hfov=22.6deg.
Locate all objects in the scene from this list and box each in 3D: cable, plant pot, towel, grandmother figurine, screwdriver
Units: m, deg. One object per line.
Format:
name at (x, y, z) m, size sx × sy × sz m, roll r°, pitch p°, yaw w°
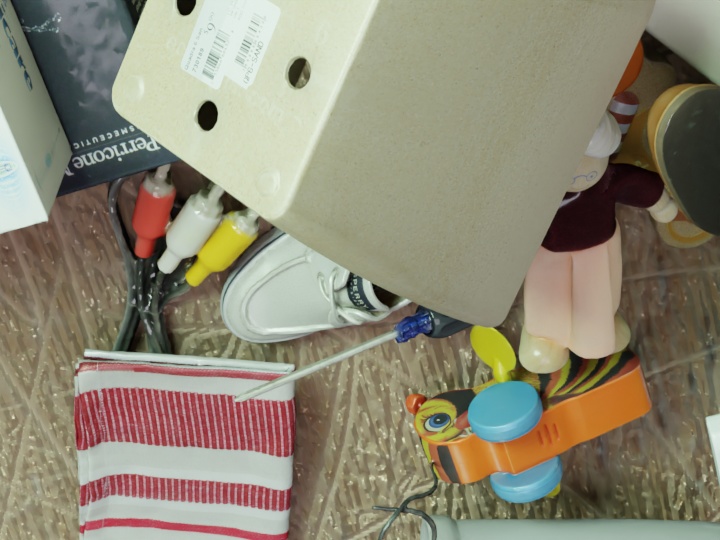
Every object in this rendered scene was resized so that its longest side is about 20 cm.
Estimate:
cable at (-0.133, 0.012, 1.123) m, size 0.096 × 0.050 × 0.201 m, roll 24°, pitch 116°, yaw -5°
plant pot at (-0.005, -0.106, 0.922) m, size 0.199 × 0.176 × 0.201 m, roll 35°, pitch 108°, yaw 33°
towel at (-0.116, 0.138, 1.187) m, size 0.142 × 0.023 × 0.202 m, roll 3°, pitch 127°, yaw -2°
grandmother figurine at (0.125, -0.024, 1.031) m, size 0.120 × 0.061 × 0.201 m, roll -23°, pitch 141°, yaw -9°
screwdriver at (0.010, 0.046, 1.090) m, size 0.199 × 0.029 × 0.028 m, roll -25°, pitch 142°, yaw -33°

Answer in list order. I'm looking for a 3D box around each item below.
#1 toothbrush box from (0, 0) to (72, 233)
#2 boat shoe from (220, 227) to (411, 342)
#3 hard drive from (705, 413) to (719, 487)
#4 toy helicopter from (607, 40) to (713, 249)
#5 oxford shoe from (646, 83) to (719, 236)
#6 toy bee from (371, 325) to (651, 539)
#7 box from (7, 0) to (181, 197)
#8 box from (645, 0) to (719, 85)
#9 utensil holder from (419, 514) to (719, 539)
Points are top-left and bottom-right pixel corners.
toothbrush box at (-0.268, -0.080, 0.927) m, size 0.198 × 0.086 × 0.148 m, roll -14°, pitch 117°, yaw 8°
boat shoe at (0.000, 0.000, 1.103) m, size 0.198 × 0.070 × 0.071 m, roll -21°, pitch 115°, yaw 14°
hard drive at (0.293, 0.114, 0.959) m, size 0.198 × 0.026 × 0.133 m, roll -14°, pitch 117°, yaw 7°
toy helicopter at (0.142, -0.070, 1.068) m, size 0.132 × 0.079 × 0.200 m, roll -44°, pitch 122°, yaw 13°
oxford shoe at (0.198, -0.063, 1.007) m, size 0.072 × 0.071 × 0.200 m, roll -52°, pitch 147°, yaw 7°
toy bee at (0.078, 0.093, 1.147) m, size 0.198 × 0.109 × 0.132 m, roll -10°, pitch 115°, yaw -24°
box at (-0.214, -0.144, 1.006) m, size 0.195 × 0.118 × 0.202 m, roll -16°, pitch 118°, yaw 9°
box at (0.203, -0.153, 1.018) m, size 0.199 × 0.082 × 0.069 m, roll 33°, pitch 113°, yaw -17°
utensil holder at (0.140, 0.243, 1.177) m, size 0.197 × 0.170 × 0.172 m, roll -1°, pitch 118°, yaw -2°
